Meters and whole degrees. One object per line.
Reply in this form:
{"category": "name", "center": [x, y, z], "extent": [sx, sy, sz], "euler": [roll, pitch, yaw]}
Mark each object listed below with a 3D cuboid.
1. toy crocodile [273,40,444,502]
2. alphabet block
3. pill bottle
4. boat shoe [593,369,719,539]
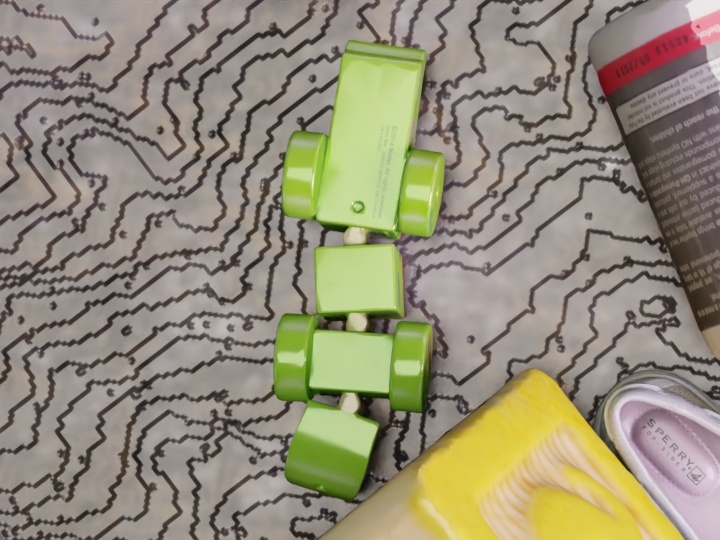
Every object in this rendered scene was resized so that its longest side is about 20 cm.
{"category": "toy crocodile", "center": [0.000, 0.000, 1.241], "extent": [0.067, 0.062, 0.200], "euler": [3, 85, 6]}
{"category": "alphabet block", "center": [0.036, 0.187, 1.143], "extent": [0.200, 0.195, 0.196], "euler": [-40, 88, 22]}
{"category": "pill bottle", "center": [0.180, -0.026, 1.193], "extent": [0.111, 0.111, 0.200], "euler": [-22, 87, 5]}
{"category": "boat shoe", "center": [0.181, 0.119, 1.214], "extent": [0.202, 0.065, 0.074], "euler": [44, 93, 5]}
